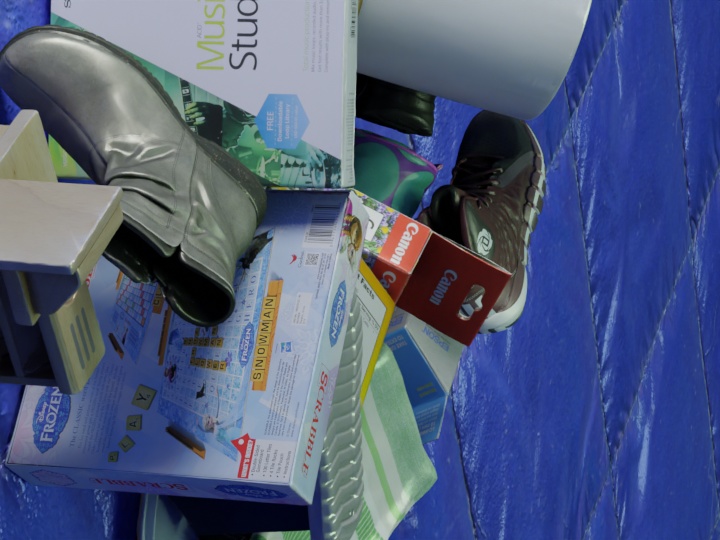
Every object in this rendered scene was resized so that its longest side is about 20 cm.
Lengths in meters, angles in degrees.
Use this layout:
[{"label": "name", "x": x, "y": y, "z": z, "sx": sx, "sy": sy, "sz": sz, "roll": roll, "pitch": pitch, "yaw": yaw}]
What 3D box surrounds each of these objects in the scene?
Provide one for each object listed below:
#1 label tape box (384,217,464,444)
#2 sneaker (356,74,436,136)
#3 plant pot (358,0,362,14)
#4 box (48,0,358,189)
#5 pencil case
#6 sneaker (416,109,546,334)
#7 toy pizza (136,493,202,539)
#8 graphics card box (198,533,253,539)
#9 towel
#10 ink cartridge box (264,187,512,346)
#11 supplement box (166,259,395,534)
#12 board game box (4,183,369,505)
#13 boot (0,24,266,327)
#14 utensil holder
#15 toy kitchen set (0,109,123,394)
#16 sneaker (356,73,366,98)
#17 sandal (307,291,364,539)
[{"label": "label tape box", "x": 0.019, "y": 0.058, "z": 1.987, "sx": 0.063, "sy": 0.144, "sz": 0.200, "roll": 39, "pitch": 48, "yaw": -25}, {"label": "sneaker", "x": 0.028, "y": -0.159, "z": 1.983, "sx": 0.200, "sy": 0.076, "sz": 0.091, "roll": -155, "pitch": -98, "yaw": -73}, {"label": "plant pot", "x": -0.080, "y": -0.205, "z": 1.668, "sx": 0.199, "sy": 0.027, "sz": 0.201, "roll": -5, "pitch": 101, "yaw": -25}, {"label": "box", "x": -0.100, "y": -0.127, "z": 1.557, "sx": 0.036, "sy": 0.199, "sz": 0.145, "roll": -12, "pitch": 104, "yaw": -74}, {"label": "pencil case", "x": -0.012, "y": -0.010, "z": 1.917, "sx": 0.092, "sy": 0.085, "sz": 0.201, "roll": 25, "pitch": 86, "yaw": -28}, {"label": "sneaker", "x": 0.091, "y": -0.060, "z": 1.930, "sx": 0.116, "sy": 0.075, "sz": 0.201, "roll": 45, "pitch": 40, "yaw": -51}, {"label": "toy pizza", "x": -0.122, "y": 0.177, "z": 1.791, "sx": 0.200, "sy": 0.032, "sz": 0.201, "roll": 4, "pitch": 90, "yaw": -69}, {"label": "graphics card box", "x": -0.039, "y": 0.178, "z": 1.839, "sx": 0.200, "sy": 0.051, "sz": 0.126, "roll": -44, "pitch": 137, "yaw": -40}, {"label": "towel", "x": -0.012, "y": 0.175, "z": 1.810, "sx": 0.200, "sy": 0.023, "sz": 0.153, "roll": -53, "pitch": 141, "yaw": -33}, {"label": "ink cartridge box", "x": 0.000, "y": 0.000, "z": 1.816, "sx": 0.050, "sy": 0.199, "sz": 0.109, "roll": -62, "pitch": 179, "yaw": -37}, {"label": "supplement box", "x": -0.067, "y": 0.072, "z": 1.724, "sx": 0.109, "sy": 0.109, "sz": 0.200, "roll": 55, "pitch": 41, "yaw": -39}, {"label": "board game box", "x": -0.108, "y": 0.044, "z": 1.562, "sx": 0.041, "sy": 0.199, "sz": 0.201, "roll": 53, "pitch": 45, "yaw": -58}, {"label": "boot", "x": -0.142, "y": -0.060, "z": 1.473, "sx": 0.068, "sy": 0.200, "sz": 0.131, "roll": -48, "pitch": -170, "yaw": 26}, {"label": "utensil holder", "x": 0.056, "y": -0.214, "z": 1.818, "sx": 0.170, "sy": 0.199, "sz": 0.171, "roll": -165, "pitch": -90, "yaw": -78}, {"label": "toy kitchen set", "x": -0.196, "y": 0.035, "z": 1.371, "sx": 0.200, "sy": 0.163, "sz": 0.181, "roll": -63, "pitch": 149, "yaw": -48}, {"label": "sneaker", "x": -0.039, "y": -0.133, "z": 1.906, "sx": 0.070, "sy": 0.078, "sz": 0.201, "roll": 46, "pitch": 50, "yaw": -64}, {"label": "sandal", "x": -0.033, "y": 0.095, "z": 1.622, "sx": 0.082, "sy": 0.050, "sz": 0.203, "roll": -45, "pitch": 137, "yaw": -60}]
